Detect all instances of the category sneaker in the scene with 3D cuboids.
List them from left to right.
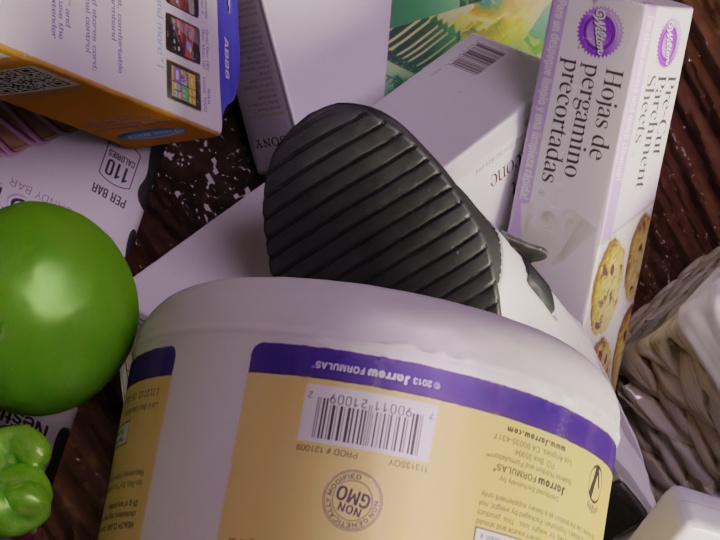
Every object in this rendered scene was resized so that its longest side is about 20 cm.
[{"bbox_3d":[0.034,0.024,0.792,0.201,0.074,0.089,58,18,-19],"label":"sneaker"}]

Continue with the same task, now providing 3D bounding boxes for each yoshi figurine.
[{"bbox_3d":[-0.124,0.023,0.642,0.112,0.113,0.200,35,24,4],"label":"yoshi figurine"}]

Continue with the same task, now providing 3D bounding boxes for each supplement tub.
[{"bbox_3d":[-0.010,0.116,0.666,0.145,0.145,0.202,17,74,-25],"label":"supplement tub"}]

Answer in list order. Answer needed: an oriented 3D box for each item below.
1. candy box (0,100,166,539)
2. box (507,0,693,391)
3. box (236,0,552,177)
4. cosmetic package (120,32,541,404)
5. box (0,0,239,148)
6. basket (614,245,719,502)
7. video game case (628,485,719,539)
[{"bbox_3d":[-0.145,-0.023,0.783,0.136,0.061,0.201,27,62,-21],"label":"candy box"},{"bbox_3d":[0.076,-0.001,0.858,0.041,0.038,0.202,-5,109,-58],"label":"box"},{"bbox_3d":[0.000,-0.151,0.902,0.144,0.036,0.201,-21,101,-35],"label":"box"},{"bbox_3d":[0.000,0.000,0.840,0.050,0.083,0.200,26,46,30],"label":"cosmetic package"},{"bbox_3d":[-0.094,-0.110,0.730,0.200,0.041,0.120,21,65,-67],"label":"box"},{"bbox_3d":[0.188,0.074,0.913,0.135,0.123,0.201,-37,94,-35],"label":"basket"},{"bbox_3d":[0.128,0.170,0.808,0.181,0.201,0.022,18,32,-24],"label":"video game case"}]
